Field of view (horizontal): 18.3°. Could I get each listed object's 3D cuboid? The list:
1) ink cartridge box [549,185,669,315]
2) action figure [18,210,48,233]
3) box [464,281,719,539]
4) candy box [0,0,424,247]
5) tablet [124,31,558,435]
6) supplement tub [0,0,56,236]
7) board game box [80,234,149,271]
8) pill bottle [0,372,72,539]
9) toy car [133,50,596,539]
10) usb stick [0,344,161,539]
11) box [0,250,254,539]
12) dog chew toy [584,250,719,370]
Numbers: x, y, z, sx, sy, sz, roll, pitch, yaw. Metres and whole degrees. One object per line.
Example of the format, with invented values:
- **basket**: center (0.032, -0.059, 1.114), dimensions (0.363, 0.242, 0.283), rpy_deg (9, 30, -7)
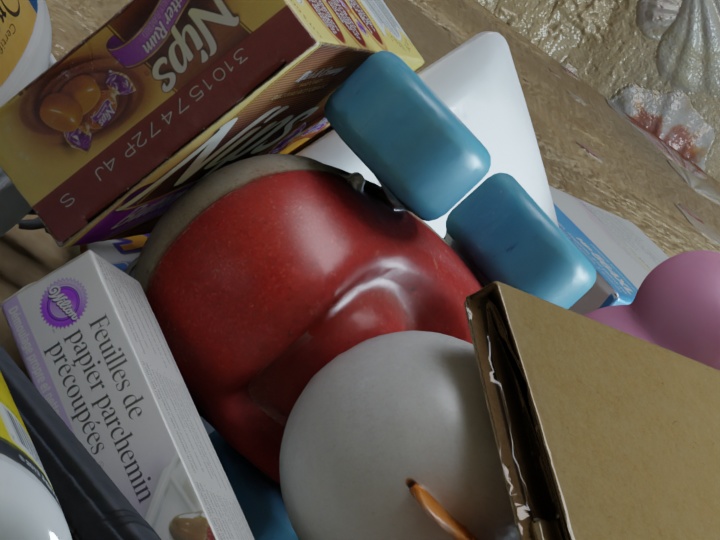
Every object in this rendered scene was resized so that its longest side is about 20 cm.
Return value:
- **ink cartridge box**: center (0.122, 0.041, 1.286), dimensions (0.200, 0.129, 0.125), rpy_deg (18, 25, -52)
- **action figure**: center (-0.064, -0.031, 1.017), dimensions (0.200, 0.069, 0.130), rpy_deg (8, 15, -9)
- **box**: center (0.122, 0.099, 0.765), dimensions (0.200, 0.021, 0.164), rpy_deg (20, 45, -43)
- **candy box**: center (-0.052, -0.068, 0.840), dimensions (0.056, 0.117, 0.200), rpy_deg (54, 11, 3)
- **tablet**: center (0.000, 0.000, 0.933), dimensions (0.014, 0.200, 0.130), rpy_deg (29, -33, 48)
- **supplement tub**: center (-0.202, -0.105, 0.817), dimensions (0.145, 0.145, 0.200), rpy_deg (55, -5, 49)
- **board game box**: center (-0.080, 0.009, 1.030), dimensions (0.096, 0.030, 0.200), rpy_deg (3, 20, -10)
- **pill bottle**: center (-0.160, 0.041, 0.641), dimensions (0.112, 0.112, 0.200), rpy_deg (27, 18, -37)
- **toy car**: center (0.017, 0.063, 0.803), dimensions (0.177, 0.184, 0.200), rpy_deg (42, 7, -48)
- **usb stick**: center (-0.091, 0.071, 0.685), dimensions (0.200, 0.033, 0.055), rpy_deg (41, -15, 46)
- **box**: center (-0.060, 0.087, 0.730), dimensions (0.200, 0.039, 0.041), rpy_deg (63, 10, 25)
- **dog chew toy**: center (0.126, 0.074, 1.048), dimensions (0.125, 0.200, 0.125), rpy_deg (35, 15, -11)
